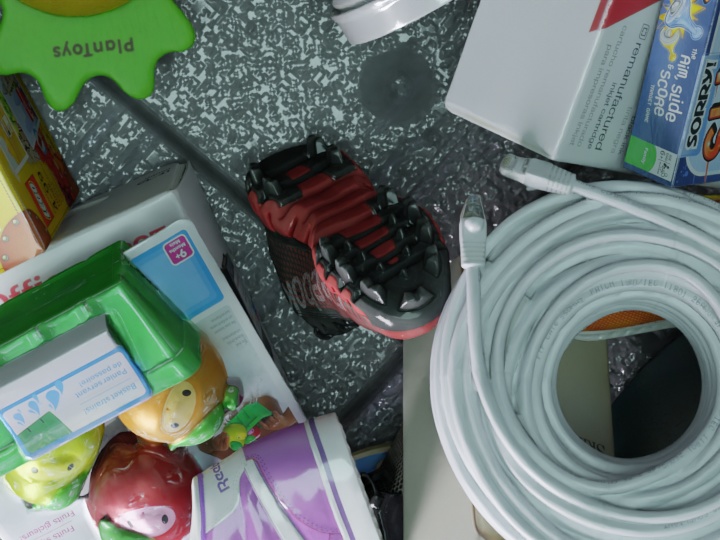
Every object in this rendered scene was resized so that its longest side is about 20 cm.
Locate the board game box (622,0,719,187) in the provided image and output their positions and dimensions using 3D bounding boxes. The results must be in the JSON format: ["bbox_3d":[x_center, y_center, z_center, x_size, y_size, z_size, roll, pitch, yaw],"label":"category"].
[{"bbox_3d":[0.207,-0.147,0.913,0.135,0.034,0.202,-10,118,-44],"label":"board game box"}]

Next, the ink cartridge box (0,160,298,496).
[{"bbox_3d":[-0.128,0.060,1.060,0.147,0.086,0.201,-24,105,4],"label":"ink cartridge box"}]

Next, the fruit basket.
[{"bbox_3d":[-0.125,0.097,0.980,0.184,0.094,0.201,-27,107,4],"label":"fruit basket"}]

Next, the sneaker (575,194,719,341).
[{"bbox_3d":[0.194,-0.010,0.990,0.198,0.077,0.073,-15,61,-13],"label":"sneaker"}]

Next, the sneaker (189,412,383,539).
[{"bbox_3d":[-0.033,0.182,0.982,0.113,0.073,0.202,-22,108,-3],"label":"sneaker"}]

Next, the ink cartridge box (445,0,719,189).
[{"bbox_3d":[0.157,-0.128,0.964,0.199,0.083,0.145,4,110,-48],"label":"ink cartridge box"}]

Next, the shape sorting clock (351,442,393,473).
[{"bbox_3d":[0.029,0.202,1.126,0.198,0.039,0.202,0,105,-1],"label":"shape sorting clock"}]

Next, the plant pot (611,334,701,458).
[{"bbox_3d":[0.234,0.138,1.043,0.199,0.196,0.197,-29,104,11],"label":"plant pot"}]

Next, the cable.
[{"bbox_3d":[0.133,0.056,0.903,0.198,0.069,0.202,11,83,3],"label":"cable"}]

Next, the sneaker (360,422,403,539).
[{"bbox_3d":[-0.006,0.158,1.057,0.113,0.076,0.201,16,102,-13],"label":"sneaker"}]

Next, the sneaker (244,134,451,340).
[{"bbox_3d":[0.000,0.000,1.003,0.070,0.200,0.099,-24,120,-15],"label":"sneaker"}]

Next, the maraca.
[{"bbox_3d":[-0.155,-0.190,0.979,0.136,0.107,0.202,-9,99,-9],"label":"maraca"}]

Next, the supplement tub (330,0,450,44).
[{"bbox_3d":[-0.003,-0.238,0.955,0.145,0.146,0.201,-29,103,6],"label":"supplement tub"}]

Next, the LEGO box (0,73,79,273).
[{"bbox_3d":[-0.240,-0.100,0.981,0.077,0.149,0.201,-25,104,5],"label":"LEGO box"}]

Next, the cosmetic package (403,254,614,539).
[{"bbox_3d":[0.081,0.101,0.994,0.103,0.202,0.073,19,144,-29],"label":"cosmetic package"}]
